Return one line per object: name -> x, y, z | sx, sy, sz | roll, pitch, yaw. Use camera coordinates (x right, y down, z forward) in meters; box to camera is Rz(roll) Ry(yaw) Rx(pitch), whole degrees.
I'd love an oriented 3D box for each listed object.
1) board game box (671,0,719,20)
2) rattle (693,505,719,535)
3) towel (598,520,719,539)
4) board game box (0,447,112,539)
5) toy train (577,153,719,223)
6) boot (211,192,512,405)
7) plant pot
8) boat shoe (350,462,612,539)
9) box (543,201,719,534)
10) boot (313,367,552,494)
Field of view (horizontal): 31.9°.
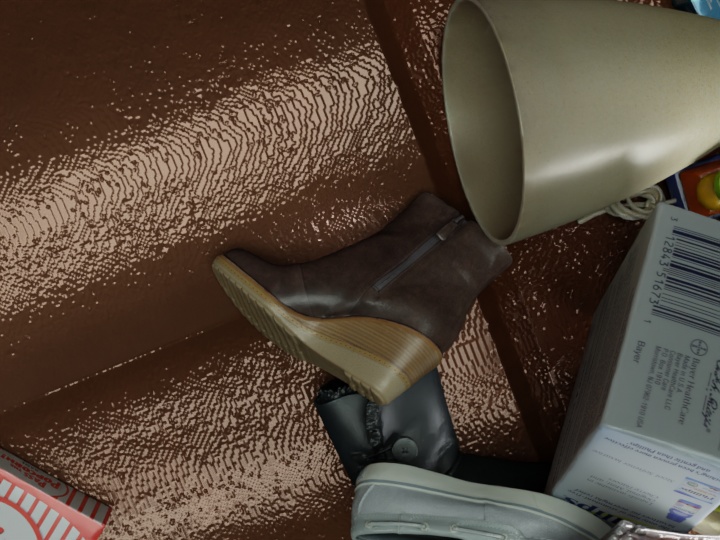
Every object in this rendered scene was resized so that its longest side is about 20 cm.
board game box -> 0.360, -0.231, 1.014 | 0.200, 0.047, 0.151 | -28, 98, 0
rattle -> 0.346, 0.180, 1.062 | 0.200, 0.130, 0.143 | 29, 51, -19
towel -> 0.182, 0.252, 0.927 | 0.191, 0.032, 0.200 | 18, 127, -42
board game box -> -0.320, 0.248, 1.031 | 0.151, 0.046, 0.200 | 30, 94, -7
toy train -> 0.279, -0.063, 0.992 | 0.200, 0.116, 0.085 | -17, 92, -2
boot -> 0.000, 0.000, 1.014 | 0.200, 0.072, 0.166 | 33, 69, 20
plant pot -> 0.184, -0.130, 0.958 | 0.200, 0.187, 0.188 | -12, 98, -10
boat shoe -> 0.089, 0.203, 0.954 | 0.200, 0.070, 0.072 | 11, 60, 8
box -> 0.221, 0.086, 0.931 | 0.105, 0.200, 0.184 | 19, 63, 5
boot -> 0.076, 0.143, 1.027 | 0.200, 0.076, 0.168 | -15, 102, 4
